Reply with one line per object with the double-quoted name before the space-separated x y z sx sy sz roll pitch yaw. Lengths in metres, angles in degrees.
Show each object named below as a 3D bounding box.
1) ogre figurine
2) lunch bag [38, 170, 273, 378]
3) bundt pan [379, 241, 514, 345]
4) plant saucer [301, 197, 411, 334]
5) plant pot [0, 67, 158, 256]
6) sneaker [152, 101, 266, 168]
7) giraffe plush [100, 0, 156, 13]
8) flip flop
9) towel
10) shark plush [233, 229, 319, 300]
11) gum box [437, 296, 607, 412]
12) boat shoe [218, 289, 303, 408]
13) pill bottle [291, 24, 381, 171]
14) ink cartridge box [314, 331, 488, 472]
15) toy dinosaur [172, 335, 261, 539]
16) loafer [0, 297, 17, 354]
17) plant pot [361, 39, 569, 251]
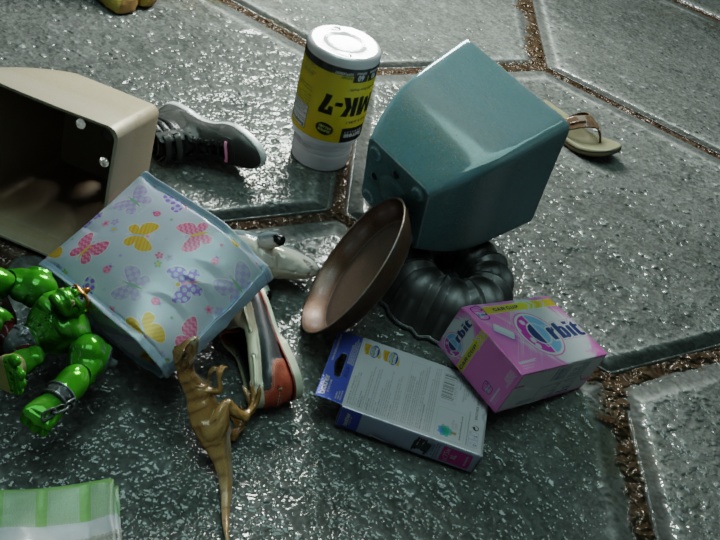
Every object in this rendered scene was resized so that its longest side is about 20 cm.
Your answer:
"ogre figurine" -0.332 0.060 0.818 0.199 0.099 0.120 30 30 23
"lunch bag" -0.223 0.014 0.918 0.199 0.127 0.170 30 65 25
"bundt pan" 0.122 0.008 1.112 0.201 0.076 0.202 11 41 -9
"plant saucer" 0.000 0.000 1.006 0.034 0.200 0.201 35 37 -18
"plant pot" -0.364 -0.148 1.037 0.199 0.201 0.177 22 30 6
"sneaker" -0.240 -0.181 1.203 0.199 0.071 0.099 25 43 17
"giraffe plush" -0.462 -0.596 1.505 0.199 0.163 0.173 15 41 -4
"flip flop" 0.404 -0.278 1.541 0.081 0.058 0.200 -24 56 -38
"towel" -0.280 0.275 0.710 0.148 0.031 0.201 0 44 -21
"shark plush" -0.157 -0.022 1.085 0.199 0.091 0.083 11 16 24
"gum box" 0.208 0.098 1.019 0.199 0.066 0.114 -4 44 -44
"boat shoe" -0.133 0.075 0.957 0.062 0.071 0.200 -12 53 -26
"pill bottle" -0.044 -0.262 1.256 0.114 0.201 0.115 9 41 -8
"ink cartridge box" 0.050 0.150 0.957 0.199 0.042 0.120 21 39 -1
"toy dinosaur" -0.150 0.166 0.847 0.106 0.060 0.201 -17 87 -53
"loafer" -0.440 0.007 0.917 0.073 0.072 0.200 -26 57 -39
"plant pot" 0.114 -0.141 1.071 0.200 0.196 0.196 -31 64 -26
